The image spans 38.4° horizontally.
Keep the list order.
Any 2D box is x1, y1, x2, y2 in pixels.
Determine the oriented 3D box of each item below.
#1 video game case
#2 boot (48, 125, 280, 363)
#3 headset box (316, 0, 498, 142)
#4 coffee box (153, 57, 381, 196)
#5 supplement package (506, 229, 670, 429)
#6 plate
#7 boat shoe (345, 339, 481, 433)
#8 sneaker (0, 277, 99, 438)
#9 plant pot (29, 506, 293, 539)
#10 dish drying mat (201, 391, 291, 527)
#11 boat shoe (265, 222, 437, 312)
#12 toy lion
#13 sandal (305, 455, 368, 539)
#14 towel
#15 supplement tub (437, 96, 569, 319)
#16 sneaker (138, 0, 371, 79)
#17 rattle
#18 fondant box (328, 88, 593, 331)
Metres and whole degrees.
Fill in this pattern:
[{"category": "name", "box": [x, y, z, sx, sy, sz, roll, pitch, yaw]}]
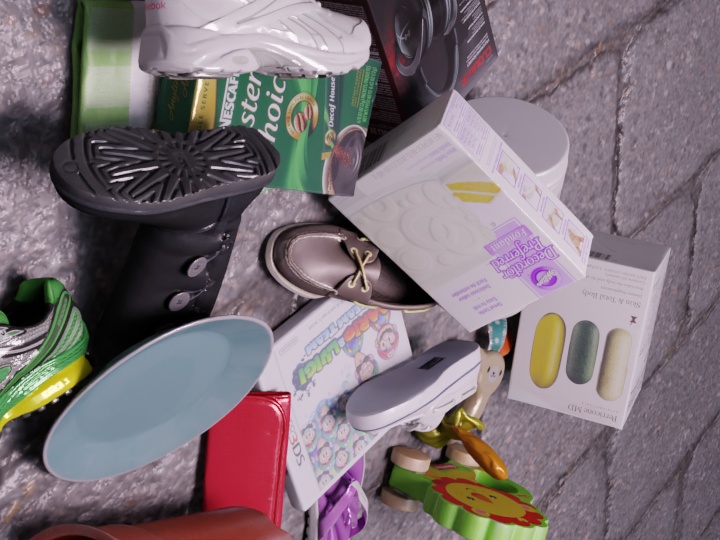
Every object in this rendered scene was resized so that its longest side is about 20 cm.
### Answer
[{"category": "video game case", "box": [-0.020, 0.108, 1.030, 0.200, 0.024, 0.183, -39, 126, -37]}, {"category": "boot", "box": [-0.159, -0.008, 0.732, 0.164, 0.066, 0.200, -7, 145, -38]}, {"category": "headset box", "box": [0.044, -0.219, 0.940, 0.149, 0.077, 0.201, -50, 138, -27]}, {"category": "coffee box", "box": [-0.070, -0.125, 0.812, 0.199, 0.044, 0.124, 4, 101, -50]}, {"category": "supplement package", "box": [0.288, 0.065, 1.300, 0.151, 0.151, 0.201, -30, 130, -63]}, {"category": "plate", "box": [-0.158, 0.094, 0.805, 0.199, 0.026, 0.201, -31, 156, -16]}, {"category": "boat shoe", "box": [0.063, 0.133, 1.059, 0.199, 0.073, 0.066, -22, 111, -43]}, {"category": "sneaker", "box": [-0.266, 0.072, 0.679, 0.200, 0.078, 0.086, -44, 130, -45]}, {"category": "plant pot", "box": [-0.150, 0.282, 0.827, 0.195, 0.200, 0.202, -2, 108, -59]}, {"category": "dish drying mat", "box": [-0.107, 0.209, 0.945, 0.076, 0.018, 0.202, 2, 101, -18]}, {"category": "boat shoe", "box": [0.000, 0.000, 0.971, 0.199, 0.059, 0.072, 18, 80, -43]}, {"category": "toy lion", "box": [0.135, 0.264, 1.183, 0.199, 0.191, 0.069, 10, 98, -54]}, {"category": "sandal", "box": [-0.018, 0.265, 1.102, 0.082, 0.050, 0.204, -10, 113, -51]}, {"category": "towel", "box": [-0.137, -0.128, 0.791, 0.199, 0.031, 0.150, -9, 110, -49]}, {"category": "supplement tub", "box": [0.131, -0.058, 1.047, 0.132, 0.132, 0.201, -41, 149, -34]}, {"category": "sneaker", "box": [-0.063, -0.182, 0.710, 0.199, 0.078, 0.100, -12, 106, -49]}, {"category": "rattle", "box": [0.162, 0.134, 1.212, 0.200, 0.142, 0.131, -33, 112, -33]}, {"category": "fondant box", "box": [0.092, -0.048, 0.937, 0.200, 0.144, 0.058, 41, 43, -21]}]
